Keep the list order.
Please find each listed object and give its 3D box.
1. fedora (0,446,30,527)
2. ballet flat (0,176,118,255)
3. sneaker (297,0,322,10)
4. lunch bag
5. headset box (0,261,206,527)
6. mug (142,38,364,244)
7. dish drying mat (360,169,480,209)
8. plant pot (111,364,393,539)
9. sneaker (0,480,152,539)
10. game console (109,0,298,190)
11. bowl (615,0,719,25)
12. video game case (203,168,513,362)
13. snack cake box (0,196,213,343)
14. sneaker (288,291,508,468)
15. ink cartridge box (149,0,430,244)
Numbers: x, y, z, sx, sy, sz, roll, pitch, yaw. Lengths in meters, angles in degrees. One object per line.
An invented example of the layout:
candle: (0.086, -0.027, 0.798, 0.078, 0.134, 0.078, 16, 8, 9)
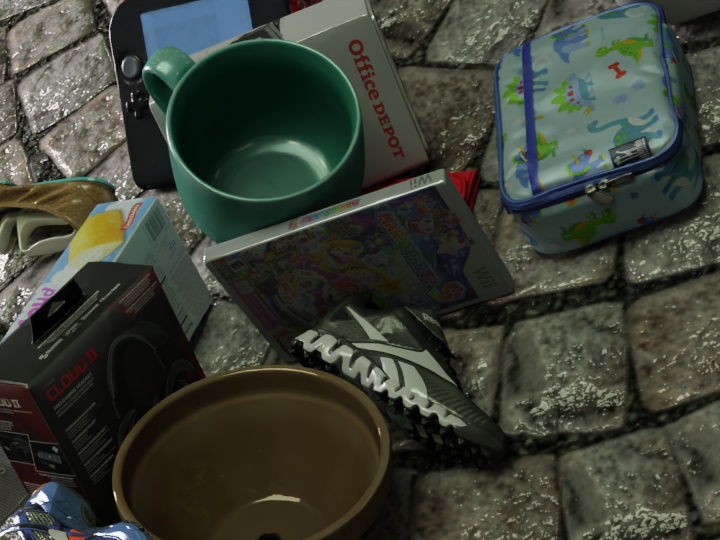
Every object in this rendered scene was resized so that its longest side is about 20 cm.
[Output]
fedora: (-0.313, 0.149, 1.548, 0.200, 0.090, 0.177, -37, 41, -5)
ballet flat: (-0.314, -0.049, 1.772, 0.199, 0.068, 0.073, 3, 72, 30)
sneaker: (-0.088, -0.222, 1.770, 0.074, 0.081, 0.201, -9, 47, 28)
lunch bag: (0.183, -0.114, 1.493, 0.160, 0.083, 0.200, -18, 42, 21)
headset box: (-0.192, 0.100, 1.409, 0.077, 0.201, 0.149, 3, 37, 39)
mug: (-0.077, -0.100, 1.487, 0.151, 0.115, 0.186, -16, 60, -7)
dish drying mat: (0.002, -0.046, 1.588, 0.199, 0.018, 0.077, -6, 48, 28)
plant pot: (-0.072, 0.166, 1.357, 0.200, 0.093, 0.201, -6, 38, 5)
sneaker: (-0.190, 0.211, 1.293, 0.078, 0.076, 0.200, -35, 28, -27)
game console: (-0.136, -0.170, 1.704, 0.199, 0.031, 0.178, -6, 90, 31)
bowl: (0.296, -0.291, 1.594, 0.199, 0.075, 0.200, -20, 42, 14)
video game case: (0.000, 0.000, 1.450, 0.199, 0.143, 0.018, -18, 47, 17)
snack cake box: (-0.205, 0.047, 1.533, 0.067, 0.115, 0.200, -6, 36, 29)
sneaker: (0.042, 0.072, 1.400, 0.200, 0.067, 0.091, 29, 70, 36)
ink cartridge box: (-0.059, -0.131, 1.593, 0.199, 0.145, 0.084, -21, 26, 6)
